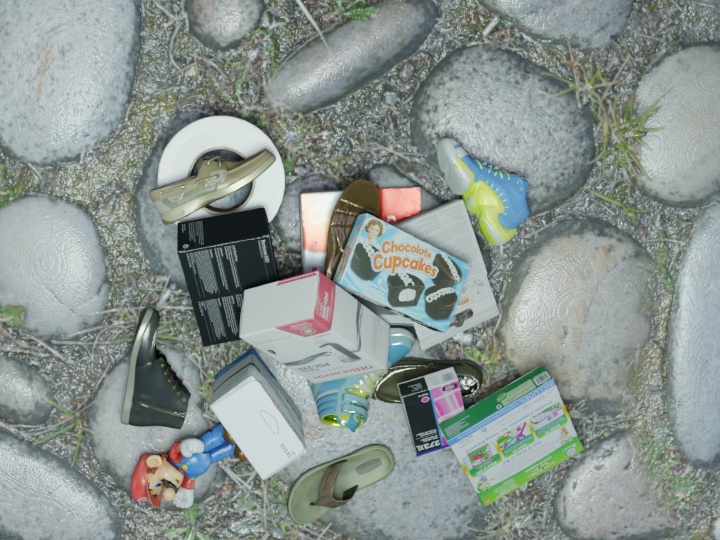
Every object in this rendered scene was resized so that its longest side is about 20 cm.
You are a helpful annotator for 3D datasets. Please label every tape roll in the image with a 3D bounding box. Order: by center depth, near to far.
[{"bbox_3d":[-0.219,-0.143,1.678,0.201,0.071,0.204,-1,99,-5],"label":"tape roll"}]

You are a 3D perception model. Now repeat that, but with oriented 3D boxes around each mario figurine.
[{"bbox_3d":[-0.277,0.328,1.723,0.199,0.106,0.124,-27,101,-2],"label":"mario figurine"}]

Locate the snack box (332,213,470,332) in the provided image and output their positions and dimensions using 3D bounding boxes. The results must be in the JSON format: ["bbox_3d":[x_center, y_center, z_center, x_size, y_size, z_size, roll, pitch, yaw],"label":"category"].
[{"bbox_3d":[0.065,0.005,1.636,0.199,0.037,0.117,25,80,-23],"label":"snack box"}]

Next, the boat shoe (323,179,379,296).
[{"bbox_3d":[-0.023,-0.045,1.660,0.073,0.063,0.201,18,89,-9],"label":"boat shoe"}]

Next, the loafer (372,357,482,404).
[{"bbox_3d":[0.108,0.183,1.752,0.199,0.070,0.076,-6,99,-4],"label":"loafer"}]

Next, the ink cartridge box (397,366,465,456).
[{"bbox_3d":[0.123,0.242,1.728,0.094,0.037,0.201,-17,136,-2],"label":"ink cartridge box"}]

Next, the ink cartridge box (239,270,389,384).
[{"bbox_3d":[-0.067,0.092,1.618,0.145,0.200,0.085,-15,58,31],"label":"ink cartridge box"}]

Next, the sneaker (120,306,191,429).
[{"bbox_3d":[-0.321,0.159,1.717,0.106,0.075,0.201,9,106,-11],"label":"sneaker"}]

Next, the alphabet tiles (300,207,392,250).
[{"bbox_3d":[0.000,0.000,1.745,0.196,0.015,0.200,-44,99,2],"label":"alphabet tiles"}]

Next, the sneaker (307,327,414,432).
[{"bbox_3d":[0.010,0.184,1.693,0.200,0.131,0.079,-32,135,21],"label":"sneaker"}]

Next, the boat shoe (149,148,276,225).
[{"bbox_3d":[-0.224,-0.141,1.609,0.199,0.072,0.065,-27,100,4],"label":"boat shoe"}]

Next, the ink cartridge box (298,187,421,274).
[{"bbox_3d":[0.002,-0.049,1.707,0.199,0.050,0.163,-2,99,-2],"label":"ink cartridge box"}]

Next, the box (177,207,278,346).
[{"bbox_3d":[-0.197,0.012,1.654,0.140,0.079,0.201,-8,131,-2],"label":"box"}]

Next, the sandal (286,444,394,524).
[{"bbox_3d":[-0.035,0.354,1.770,0.200,0.057,0.080,-31,99,0],"label":"sandal"}]

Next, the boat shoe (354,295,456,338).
[{"bbox_3d":[0.057,0.082,1.721,0.199,0.069,0.057,7,117,-11],"label":"boat shoe"}]

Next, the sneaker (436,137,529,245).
[{"bbox_3d":[0.206,-0.145,1.722,0.105,0.076,0.201,-35,107,-12],"label":"sneaker"}]

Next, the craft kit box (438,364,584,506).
[{"bbox_3d":[0.252,0.275,1.747,0.199,0.049,0.198,-29,127,-1],"label":"craft kit box"}]

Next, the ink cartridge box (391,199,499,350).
[{"bbox_3d":[0.122,0.005,1.710,0.160,0.050,0.201,-23,100,-23],"label":"ink cartridge box"}]

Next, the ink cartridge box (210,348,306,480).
[{"bbox_3d":[-0.160,0.221,1.668,0.084,0.200,0.145,-34,100,0],"label":"ink cartridge box"}]
